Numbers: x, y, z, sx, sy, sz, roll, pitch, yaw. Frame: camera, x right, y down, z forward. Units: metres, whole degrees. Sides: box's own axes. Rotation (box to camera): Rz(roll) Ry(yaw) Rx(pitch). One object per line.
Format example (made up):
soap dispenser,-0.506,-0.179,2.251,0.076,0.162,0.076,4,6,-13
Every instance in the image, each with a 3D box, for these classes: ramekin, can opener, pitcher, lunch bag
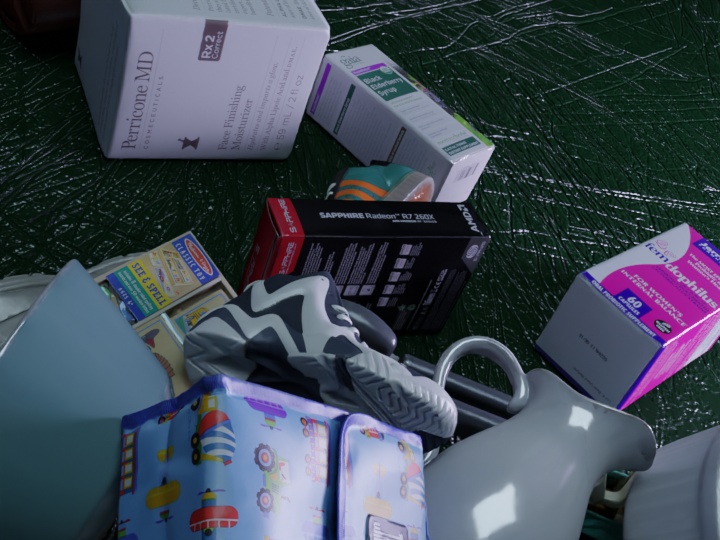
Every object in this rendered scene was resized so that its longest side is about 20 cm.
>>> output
ramekin,0.285,0.209,0.711,0.199,0.098,0.202,15,63,-32
can opener,0.045,0.091,0.804,0.199,0.067,0.053,26,47,-6
pitcher,0.086,0.150,0.689,0.171,0.122,0.200,36,62,25
lunch bag,-0.028,0.158,0.539,0.199,0.094,0.152,19,57,-41

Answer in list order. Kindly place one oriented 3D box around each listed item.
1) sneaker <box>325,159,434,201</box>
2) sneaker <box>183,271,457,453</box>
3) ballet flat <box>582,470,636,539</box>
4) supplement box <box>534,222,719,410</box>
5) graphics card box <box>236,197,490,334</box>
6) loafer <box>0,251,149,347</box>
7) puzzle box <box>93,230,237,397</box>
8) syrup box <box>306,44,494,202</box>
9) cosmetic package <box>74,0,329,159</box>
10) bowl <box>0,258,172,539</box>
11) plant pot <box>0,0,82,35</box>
sneaker,-0.011,-0.050,0.933,0.080,0.072,0.200,26,38,24
sneaker,-0.015,0.054,0.705,0.198,0.080,0.130,10,34,16
ballet flat,0.193,0.179,0.771,0.199,0.071,0.068,21,39,-4
supplement box,0.280,0.043,0.941,0.199,0.104,0.101,-20,55,-42
graphics card box,0.000,0.000,0.831,0.198,0.126,0.051,-1,44,-26
loafer,-0.204,0.034,0.746,0.199,0.070,0.070,-15,70,-38
puzzle box,-0.119,0.078,0.715,0.200,0.025,0.133,53,44,4
syrup box,0.039,-0.157,1.058,0.200,0.082,0.078,44,43,21
cosmetic package,-0.165,-0.224,0.967,0.199,0.165,0.166,-4,47,-28
bowl,-0.187,0.104,0.589,0.105,0.201,0.201,33,38,-12
plant pot,-0.292,-0.345,1.033,0.194,0.202,0.201,-24,58,-32
